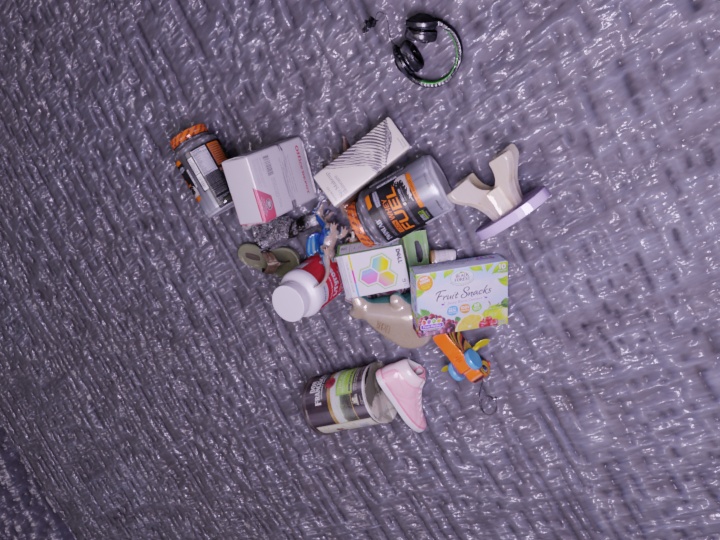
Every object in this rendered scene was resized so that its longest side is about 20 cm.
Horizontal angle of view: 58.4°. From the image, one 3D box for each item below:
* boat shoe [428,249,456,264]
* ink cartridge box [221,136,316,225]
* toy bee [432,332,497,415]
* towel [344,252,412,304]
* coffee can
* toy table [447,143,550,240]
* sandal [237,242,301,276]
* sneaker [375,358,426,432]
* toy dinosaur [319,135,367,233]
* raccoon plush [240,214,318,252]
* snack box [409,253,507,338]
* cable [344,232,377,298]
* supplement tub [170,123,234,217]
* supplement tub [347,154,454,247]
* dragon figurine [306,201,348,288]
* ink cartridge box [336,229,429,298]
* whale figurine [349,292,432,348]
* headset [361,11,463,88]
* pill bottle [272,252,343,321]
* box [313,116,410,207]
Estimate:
[{"bbox_3d":[0.192,0.046,1.400,0.068,0.071,0.203,-8,123,2],"label":"boat shoe"},{"bbox_3d":[-0.198,-0.201,1.433,0.084,0.199,0.148,-4,109,35],"label":"ink cartridge box"},{"bbox_3d":[0.238,0.208,1.423,0.129,0.108,0.203,-16,92,32],"label":"toy bee"},{"bbox_3d":[0.040,0.018,1.497,0.145,0.030,0.203,24,121,19],"label":"towel"},{"bbox_3d":[-0.025,0.316,1.590,0.198,0.146,0.148,-19,101,33],"label":"coffee can"},{"bbox_3d":[0.258,-0.146,1.225,0.118,0.183,0.199,53,147,-3],"label":"toy table"},{"bbox_3d":[-0.232,-0.019,1.616,0.198,0.057,0.081,8,115,26],"label":"sandal"},{"bbox_3d":[0.129,0.294,1.537,0.104,0.076,0.201,-31,111,11],"label":"sneaker"},{"bbox_3d":[-0.013,-0.188,1.412,0.133,0.086,0.204,13,104,15],"label":"toy dinosaur"},{"bbox_3d":[-0.199,-0.135,1.557,0.197,0.097,0.136,-23,84,4],"label":"raccoon plush"},{"bbox_3d":[0.206,0.052,1.341,0.196,0.053,0.145,-9,110,-9],"label":"snack box"},{"bbox_3d":[0.000,0.000,1.465,0.096,0.050,0.203,13,115,19],"label":"cable"},{"bbox_3d":[-0.369,-0.242,1.560,0.122,0.122,0.202,-26,96,34],"label":"supplement tub"},{"bbox_3d":[0.080,-0.134,1.300,0.198,0.123,0.124,-28,96,19],"label":"supplement tub"},{"bbox_3d":[-0.083,-0.055,1.456,0.099,0.058,0.204,-1,78,54],"label":"dragon figurine"},{"bbox_3d":[0.053,-0.013,1.395,0.196,0.060,0.105,-10,118,7],"label":"ink cartridge box"},{"bbox_3d":[0.076,0.092,1.447,0.197,0.105,0.160,17,141,11],"label":"whale figurine"},{"bbox_3d":[0.100,-0.431,1.233,0.198,0.094,0.124,30,122,2],"label":"headset"},{"bbox_3d":[-0.115,0.037,1.488,0.111,0.200,0.114,11,117,24],"label":"pill bottle"},{"bbox_3d":[0.003,-0.222,1.337,0.199,0.068,0.083,-39,92,3],"label":"box"}]
